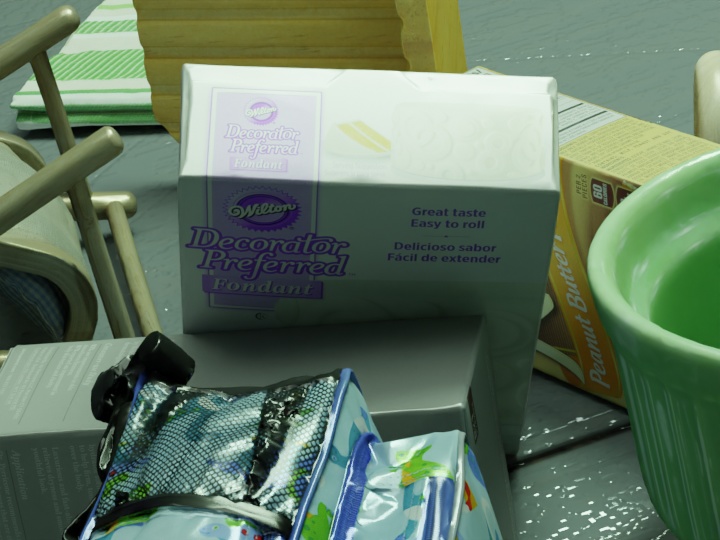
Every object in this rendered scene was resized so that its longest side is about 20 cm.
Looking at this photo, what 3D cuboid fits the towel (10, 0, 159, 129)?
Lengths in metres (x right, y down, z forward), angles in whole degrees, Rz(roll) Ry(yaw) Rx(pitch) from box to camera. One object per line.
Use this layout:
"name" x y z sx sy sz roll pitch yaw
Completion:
"towel" -0.109 -0.131 1.655 0.152 0.023 0.200 -1 25 16

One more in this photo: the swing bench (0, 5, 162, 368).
"swing bench" -0.205 -0.016 1.331 0.200 0.130 0.199 -17 27 -4

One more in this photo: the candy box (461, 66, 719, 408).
"candy box" 0.103 -0.009 1.218 0.055 0.116 0.200 -25 30 -32

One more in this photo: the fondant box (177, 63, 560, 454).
"fondant box" 0.000 0.000 1.114 0.144 0.200 0.058 2 56 -1

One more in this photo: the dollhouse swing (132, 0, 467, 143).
"dollhouse swing" -0.039 -0.109 1.374 0.175 0.200 0.182 -5 26 8

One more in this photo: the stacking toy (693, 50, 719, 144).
"stacking toy" 0.262 -0.067 1.334 0.199 0.086 0.085 -2 26 5

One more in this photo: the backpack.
"backpack" -0.025 0.145 0.867 0.147 0.183 0.200 -2 32 17

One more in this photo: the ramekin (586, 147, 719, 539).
"ramekin" 0.183 0.029 0.962 0.199 0.098 0.200 -8 25 4

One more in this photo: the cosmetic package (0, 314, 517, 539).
"cosmetic package" -0.043 0.085 1.086 0.199 0.107 0.090 -4 25 8
